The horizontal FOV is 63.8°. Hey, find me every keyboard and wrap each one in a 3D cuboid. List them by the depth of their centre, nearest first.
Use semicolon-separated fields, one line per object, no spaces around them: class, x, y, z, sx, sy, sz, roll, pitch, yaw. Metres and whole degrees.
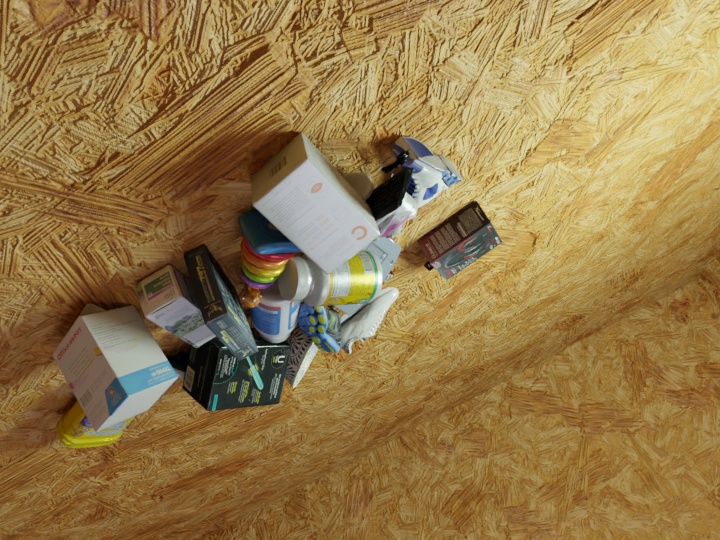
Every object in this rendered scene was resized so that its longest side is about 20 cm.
keyboard;0.044;-0.151;1.062;0.020;0.129;0.199;23;164;-18

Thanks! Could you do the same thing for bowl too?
bowl;-0.159;0.182;1.451;0.203;0.093;0.201;-62;176;-8

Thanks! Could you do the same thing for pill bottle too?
pill bottle;-0.062;0.015;1.170;0.197;0.114;0.113;-1;142;-37
pill bottle;-0.187;0.077;1.268;0.110;0.113;0.201;-16;150;-20

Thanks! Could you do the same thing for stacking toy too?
stacking toy;-0.188;-0.007;1.102;0.114;0.110;0.202;-5;134;-34

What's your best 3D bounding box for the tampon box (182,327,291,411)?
tampon box;-0.284;0.223;1.337;0.198;0.125;0.153;7;101;-45

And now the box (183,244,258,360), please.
box;-0.270;0.068;1.131;0.050;0.159;0.201;-25;153;-5

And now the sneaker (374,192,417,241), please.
sneaker;0.040;-0.095;1.175;0.087;0.083;0.199;28;140;-29

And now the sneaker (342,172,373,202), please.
sneaker;-0.046;-0.114;1.143;0.198;0.074;0.112;-33;160;15

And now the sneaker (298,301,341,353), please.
sneaker;-0.088;0.114;1.318;0.069;0.084;0.201;1;146;17

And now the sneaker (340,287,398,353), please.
sneaker;0.023;0.119;1.431;0.199;0.081;0.076;-38;161;-1

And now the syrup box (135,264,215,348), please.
syrup box;-0.352;0.076;1.150;0.078;0.082;0.201;-30;152;0

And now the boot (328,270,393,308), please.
boot;-0.017;0.023;1.385;0.153;0.074;0.203;-40;152;13

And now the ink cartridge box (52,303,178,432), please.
ink cartridge box;-0.470;0.170;1.096;0.128;0.201;0.125;-42;166;26

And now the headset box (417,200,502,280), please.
headset box;0.246;-0.066;1.466;0.198;0.076;0.148;-35;152;11

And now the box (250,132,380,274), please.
box;-0.078;-0.111;0.998;0.124;0.098;0.200;-36;126;14

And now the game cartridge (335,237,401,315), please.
game cartridge;0.000;0.000;1.307;0.201;0.041;0.133;-52;137;3

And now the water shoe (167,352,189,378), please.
water shoe;-0.380;0.207;1.379;0.198;0.071;0.080;11;106;-48

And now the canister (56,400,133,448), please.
canister;-0.583;0.316;1.333;0.200;0.087;0.147;-44;149;23

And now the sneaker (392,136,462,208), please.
sneaker;0.117;-0.180;1.156;0.115;0.081;0.198;-44;150;22
